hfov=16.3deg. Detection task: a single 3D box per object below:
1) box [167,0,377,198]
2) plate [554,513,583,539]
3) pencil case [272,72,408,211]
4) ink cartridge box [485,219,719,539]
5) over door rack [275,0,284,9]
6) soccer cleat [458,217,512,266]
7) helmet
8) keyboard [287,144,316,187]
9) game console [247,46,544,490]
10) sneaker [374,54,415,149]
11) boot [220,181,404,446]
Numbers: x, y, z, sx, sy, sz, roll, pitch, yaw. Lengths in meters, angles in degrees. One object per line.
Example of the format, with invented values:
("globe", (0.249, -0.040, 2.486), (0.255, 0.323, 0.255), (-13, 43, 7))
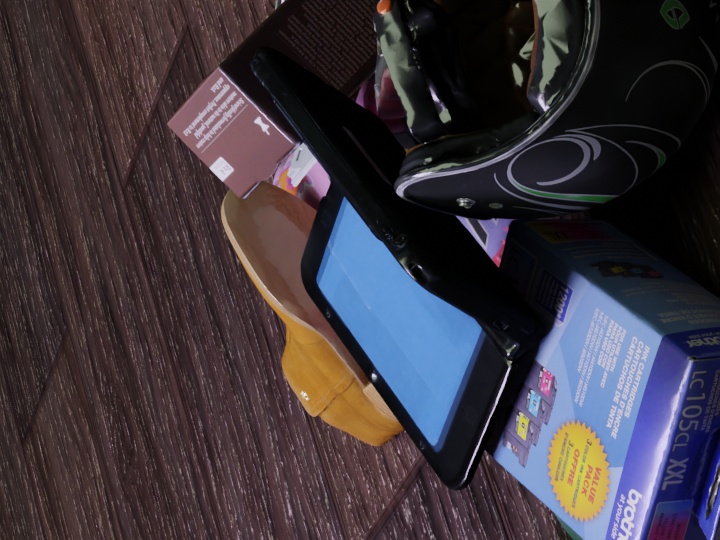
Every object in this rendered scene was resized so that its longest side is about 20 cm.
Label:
("box", (-0.020, -0.144, 1.565), (0.075, 0.200, 0.100), (44, 150, -5))
("plate", (0.132, 0.076, 1.483), (0.200, 0.026, 0.200), (175, 90, -66))
("pencil case", (0.009, -0.075, 1.670), (0.200, 0.087, 0.088), (140, 122, -62))
("ink cartridge box", (0.148, 0.072, 1.349), (0.200, 0.076, 0.137), (39, 124, 47))
("over door rack", (-0.036, -0.233, 1.769), (0.200, 0.067, 0.148), (-108, 24, -58))
("soccer cleat", (0.071, -0.019, 1.576), (0.076, 0.067, 0.200), (39, 135, 6))
("helmet", (0.090, -0.118, 1.327), (0.200, 0.191, 0.200), (-1, 88, 28))
("keyboard", (-0.009, -0.150, 1.662), (0.056, 0.011, 0.200), (-35, 34, 59))
("game console", (0.000, 0.000, 1.395), (0.116, 0.176, 0.200), (-46, 52, 11))
("sneaker", (0.041, -0.166, 1.461), (0.095, 0.079, 0.200), (-118, 30, -48))
("boot", (-0.036, 0.037, 1.721), (0.201, 0.071, 0.144), (46, 155, 0))
